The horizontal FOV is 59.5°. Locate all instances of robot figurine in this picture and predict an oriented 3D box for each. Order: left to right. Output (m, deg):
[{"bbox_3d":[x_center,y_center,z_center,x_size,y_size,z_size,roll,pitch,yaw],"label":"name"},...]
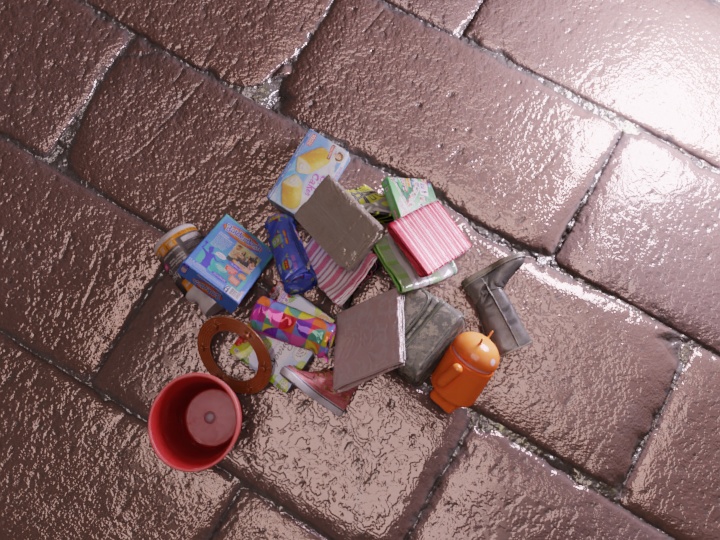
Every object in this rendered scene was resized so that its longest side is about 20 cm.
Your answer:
[{"bbox_3d":[0.232,0.222,1.401,0.142,0.117,0.202,19,113,-23],"label":"robot figurine"}]

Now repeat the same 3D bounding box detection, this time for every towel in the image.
[{"bbox_3d":[-0.063,-0.026,1.458,0.147,0.030,0.200,-52,52,3],"label":"towel"},{"bbox_3d":[-0.048,-0.106,1.413,0.133,0.034,0.200,-47,70,13],"label":"towel"},{"bbox_3d":[0.018,0.151,1.383,0.190,0.032,0.202,-26,43,29],"label":"towel"},{"bbox_3d":[0.126,-0.034,1.445,0.199,0.031,0.150,-17,68,-43],"label":"towel"},{"bbox_3d":[0.158,-0.074,1.425,0.199,0.022,0.145,-28,79,-44],"label":"towel"}]

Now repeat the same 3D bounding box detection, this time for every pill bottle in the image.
[{"bbox_3d":[-0.382,0.000,1.472,0.116,0.116,0.201,-37,81,-5],"label":"pill bottle"}]

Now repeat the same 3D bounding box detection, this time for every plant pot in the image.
[{"bbox_3d":[-0.345,0.327,1.385,0.197,0.177,0.204,0,81,0],"label":"plant pot"}]

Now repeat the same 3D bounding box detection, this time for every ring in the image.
[{"bbox_3d":[-0.289,0.196,1.423,0.198,0.019,0.203,10,117,21],"label":"ring"}]

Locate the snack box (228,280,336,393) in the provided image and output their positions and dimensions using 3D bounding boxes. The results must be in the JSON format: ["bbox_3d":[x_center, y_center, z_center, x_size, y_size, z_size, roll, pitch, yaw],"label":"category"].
[{"bbox_3d":[-0.179,0.155,1.467,0.168,0.068,0.201,34,84,6],"label":"snack box"}]

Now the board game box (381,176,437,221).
[{"bbox_3d":[0.136,-0.125,1.475,0.133,0.029,0.202,-2,65,-34],"label":"board game box"}]

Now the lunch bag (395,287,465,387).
[{"bbox_3d":[0.120,0.141,1.437,0.167,0.140,0.200,38,82,24],"label":"lunch bag"}]

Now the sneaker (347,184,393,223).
[{"bbox_3d":[-0.012,-0.165,1.508,0.197,0.075,0.078,9,69,-22],"label":"sneaker"}]

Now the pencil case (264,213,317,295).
[{"bbox_3d":[-0.163,-0.041,1.462,0.087,0.077,0.202,-42,55,31],"label":"pencil case"}]

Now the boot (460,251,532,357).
[{"bbox_3d":[0.346,0.080,1.471,0.180,0.073,0.202,-30,74,10],"label":"boot"}]

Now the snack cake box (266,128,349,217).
[{"bbox_3d":[-0.125,-0.223,1.530,0.114,0.067,0.202,30,82,6],"label":"snack cake box"}]

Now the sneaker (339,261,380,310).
[{"bbox_3d":[0.000,0.000,1.494,0.094,0.079,0.203,15,82,-8],"label":"sneaker"}]

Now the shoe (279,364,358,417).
[{"bbox_3d":[-0.090,0.244,1.415,0.200,0.071,0.092,42,76,-32],"label":"shoe"}]

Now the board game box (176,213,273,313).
[{"bbox_3d":[-0.300,-0.020,1.434,0.152,0.045,0.201,38,41,-8],"label":"board game box"}]

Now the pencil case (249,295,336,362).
[{"bbox_3d":[-0.148,0.127,1.397,0.198,0.088,0.089,22,81,5],"label":"pencil case"}]
